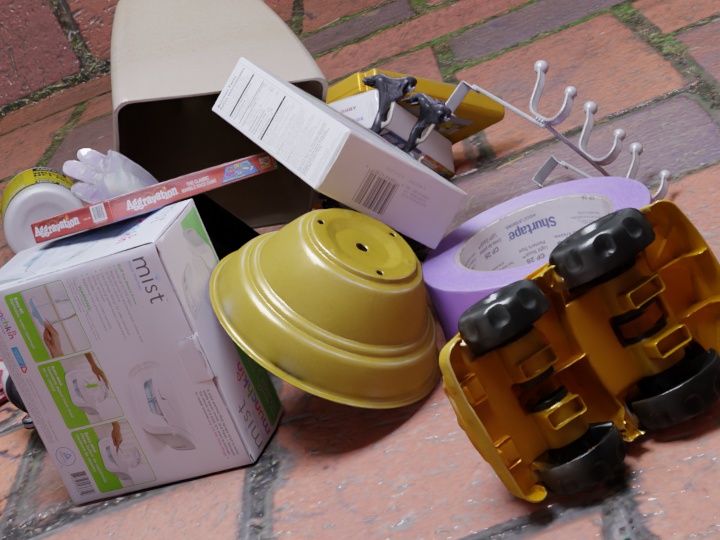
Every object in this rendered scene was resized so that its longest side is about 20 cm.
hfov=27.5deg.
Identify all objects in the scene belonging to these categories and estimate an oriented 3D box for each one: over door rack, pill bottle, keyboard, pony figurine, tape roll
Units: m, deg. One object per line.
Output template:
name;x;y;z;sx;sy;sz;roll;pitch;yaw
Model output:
over door rack;0.187;-0.131;1.379;0.067;0.147;0.200;-58;27;-7
pill bottle;-0.434;-0.079;2.008;0.112;0.113;0.200;-25;19;-9
keyboard;-0.093;0.008;1.316;0.040;0.199;0.104;-57;-7;21
pony figurine;-0.199;0.006;1.341;0.167;0.192;0.200;-55;39;15
tape roll;0.153;-0.005;1.215;0.198;0.066;0.200;-21;19;8

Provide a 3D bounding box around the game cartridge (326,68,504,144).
game cartridge;0.030;-0.165;1.619;0.198;0.033;0.176;4;-18;-39

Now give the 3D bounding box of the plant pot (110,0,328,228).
plant pot;-0.156;-0.166;1.442;0.198;0.201;0.178;-8;53;-15

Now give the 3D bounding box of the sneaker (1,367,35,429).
sneaker;-0.233;0.096;1.380;0.198;0.076;0.114;-22;28;-13

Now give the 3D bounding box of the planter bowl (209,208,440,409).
planter bowl;-0.012;0.010;1.152;0.198;0.084;0.201;19;29;-11

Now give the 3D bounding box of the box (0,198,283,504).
box;-0.185;0.068;1.190;0.175;0.202;0.097;-16;19;20

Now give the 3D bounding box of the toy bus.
toy bus;0.130;0.055;1.004;0.199;0.137;0.192;-32;8;-19

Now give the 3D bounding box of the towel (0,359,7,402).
towel;-0.446;0.150;1.546;0.199;0.023;0.143;-33;19;-33

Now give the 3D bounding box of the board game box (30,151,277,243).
board game box;-0.170;-0.063;1.239;0.102;0.020;0.199;-11;8;40

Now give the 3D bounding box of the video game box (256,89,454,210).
video game box;-0.017;-0.127;1.605;0.180;0.047;0.200;-12;-17;25

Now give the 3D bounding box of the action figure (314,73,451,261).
action figure;0.026;-0.077;1.401;0.118;0.202;0.102;18;-12;-31

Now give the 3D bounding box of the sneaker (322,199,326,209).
sneaker;-0.020;-0.060;1.505;0.070;0.083;0.200;-24;10;22

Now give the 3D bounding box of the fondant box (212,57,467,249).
fondant box;-0.021;-0.102;1.262;0.059;0.144;0.200;-59;39;8
